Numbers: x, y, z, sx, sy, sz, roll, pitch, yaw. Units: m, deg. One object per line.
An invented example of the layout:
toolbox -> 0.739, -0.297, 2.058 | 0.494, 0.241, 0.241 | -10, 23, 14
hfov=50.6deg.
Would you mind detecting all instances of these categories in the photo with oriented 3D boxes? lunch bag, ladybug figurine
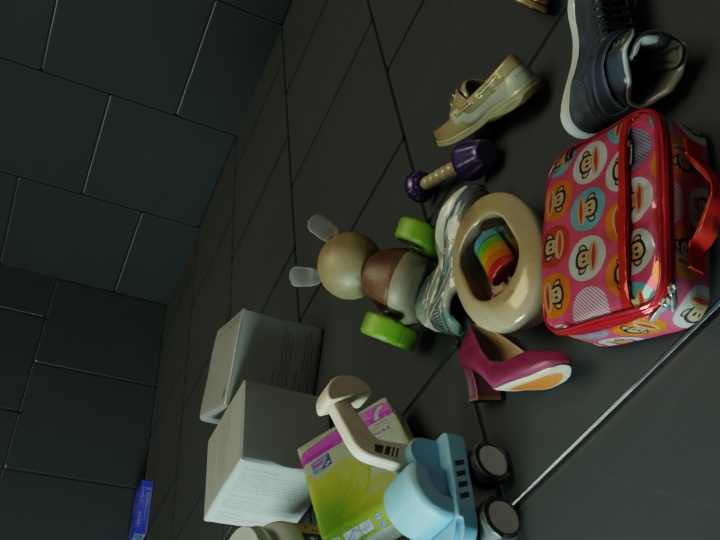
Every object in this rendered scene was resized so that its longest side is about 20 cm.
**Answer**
lunch bag -> 0.248, -0.037, 0.690 | 0.176, 0.082, 0.200 | -27, 52, 57
ladybug figurine -> 0.168, -0.008, 0.862 | 0.136, 0.072, 0.200 | -53, 31, 30

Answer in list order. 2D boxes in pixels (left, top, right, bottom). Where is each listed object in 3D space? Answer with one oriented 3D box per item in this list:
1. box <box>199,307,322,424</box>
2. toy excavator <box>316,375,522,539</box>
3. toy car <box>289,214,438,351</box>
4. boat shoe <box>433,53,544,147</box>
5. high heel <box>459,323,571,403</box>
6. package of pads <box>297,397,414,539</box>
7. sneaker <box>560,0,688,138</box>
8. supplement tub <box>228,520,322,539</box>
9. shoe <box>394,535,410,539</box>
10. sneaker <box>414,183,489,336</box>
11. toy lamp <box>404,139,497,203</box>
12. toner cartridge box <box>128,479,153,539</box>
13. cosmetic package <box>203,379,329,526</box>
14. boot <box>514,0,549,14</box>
box -> -0.199, 0.207, 1.511 | 0.199, 0.171, 0.200 | -34, 44, 59
toy excavator -> 0.053, 0.214, 0.823 | 0.100, 0.200, 0.195 | -55, 28, 40
toy car -> 0.000, 0.000, 1.067 | 0.164, 0.200, 0.158 | -70, -22, -5
boat shoe -> 0.161, -0.228, 1.025 | 0.074, 0.066, 0.200 | -39, 8, -34
high heel -> 0.164, 0.085, 0.826 | 0.200, 0.067, 0.096 | 125, 144, -70
package of pads -> 0.012, 0.266, 0.984 | 0.154, 0.068, 0.200 | -30, 26, -1
sneaker -> 0.267, -0.245, 0.763 | 0.146, 0.077, 0.203 | 173, 102, -80
supplement tub -> -0.068, 0.401, 0.974 | 0.144, 0.200, 0.145 | -35, 46, 46
shoe -> 0.057, 0.386, 0.909 | 0.200, 0.053, 0.070 | -92, 12, -50
sneaker -> 0.139, -0.010, 0.971 | 0.086, 0.078, 0.200 | 28, 109, 56
toy lamp -> 0.130, -0.142, 1.094 | 0.200, 0.058, 0.058 | 159, 124, -68
toner cartridge box -> -0.779, 0.857, 2.700 | 0.200, 0.043, 0.095 | -94, 27, -42
cosmetic package -> -0.164, 0.330, 1.340 | 0.200, 0.167, 0.166 | -57, 26, 36
boot -> 0.239, -0.442, 1.011 | 0.155, 0.074, 0.200 | -54, 31, 33
